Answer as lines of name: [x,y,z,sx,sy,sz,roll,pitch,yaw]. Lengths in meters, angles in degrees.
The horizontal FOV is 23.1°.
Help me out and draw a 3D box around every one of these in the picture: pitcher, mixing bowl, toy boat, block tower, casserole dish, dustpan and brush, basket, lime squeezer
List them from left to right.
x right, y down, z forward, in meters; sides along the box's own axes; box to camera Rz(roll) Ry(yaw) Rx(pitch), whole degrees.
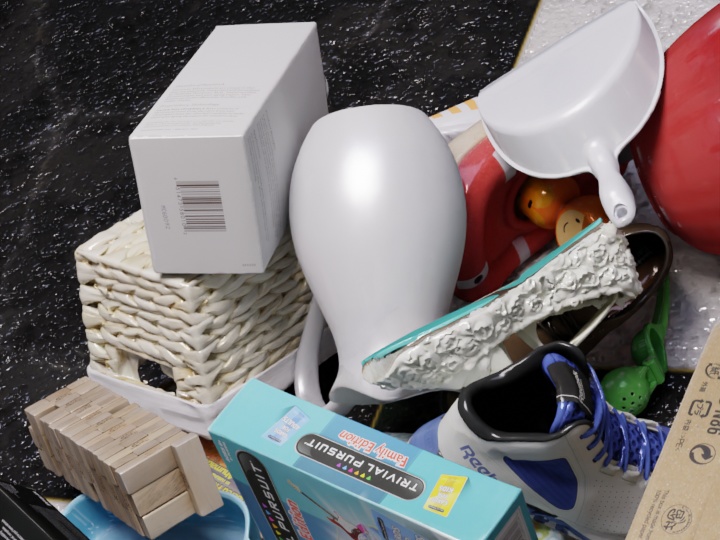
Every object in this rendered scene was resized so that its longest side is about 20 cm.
block tower: [-0.167,0.124,1.197,0.058,0.054,0.200,-30,22,-25]
casserole dish: [-0.141,0.208,1.176,0.199,0.039,0.122,-5,59,36]
basket: [-0.097,0.011,1.295,0.135,0.124,0.200,16,37,37]
pitcher: [0.000,0.000,1.214,0.171,0.121,0.201,-19,73,50]
toy boat: [0.140,-0.049,1.290,0.200,0.131,0.131,-37,53,-15]
dustpan and brush: [0.153,-0.093,1.179,0.139,0.057,0.200,-31,24,15]
lime squeezer: [0.184,0.068,1.216,0.200,0.038,0.071,-48,14,-26]
mixing bowl: [0.257,-0.087,1.236,0.108,0.200,0.201,-21,38,26]

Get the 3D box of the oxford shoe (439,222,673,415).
oxford shoe: [0.131,0.035,1.195,0.200,0.084,0.073,-44,85,-4]

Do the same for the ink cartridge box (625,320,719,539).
ink cartridge box: [0.215,0.157,0.994,0.075,0.165,0.200,7,50,29]

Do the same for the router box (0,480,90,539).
router box: [-0.212,0.246,1.141,0.200,0.051,0.150,31,94,44]

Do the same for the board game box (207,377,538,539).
board game box: [0.018,0.157,1.030,0.199,0.151,0.047,19,55,36]

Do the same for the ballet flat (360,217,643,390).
ballet flat: [0.098,0.036,1.108,0.199,0.072,0.072,-30,40,-18]

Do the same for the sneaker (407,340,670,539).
sneaker: [0.136,0.107,1.070,0.198,0.115,0.081,10,53,-11]

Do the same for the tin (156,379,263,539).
tin: [-0.096,0.142,1.258,0.200,0.042,0.112,23,54,41]

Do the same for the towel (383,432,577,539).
towel: [0.047,0.190,1.132,0.170,0.048,0.200,4,47,25]

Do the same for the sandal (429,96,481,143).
sandal: [0.111,-0.104,1.402,0.206,0.079,0.059,-14,39,-2]

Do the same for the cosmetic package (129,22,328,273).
cosmetic package: [-0.085,-0.089,1.235,0.084,0.108,0.200,0,28,14]
